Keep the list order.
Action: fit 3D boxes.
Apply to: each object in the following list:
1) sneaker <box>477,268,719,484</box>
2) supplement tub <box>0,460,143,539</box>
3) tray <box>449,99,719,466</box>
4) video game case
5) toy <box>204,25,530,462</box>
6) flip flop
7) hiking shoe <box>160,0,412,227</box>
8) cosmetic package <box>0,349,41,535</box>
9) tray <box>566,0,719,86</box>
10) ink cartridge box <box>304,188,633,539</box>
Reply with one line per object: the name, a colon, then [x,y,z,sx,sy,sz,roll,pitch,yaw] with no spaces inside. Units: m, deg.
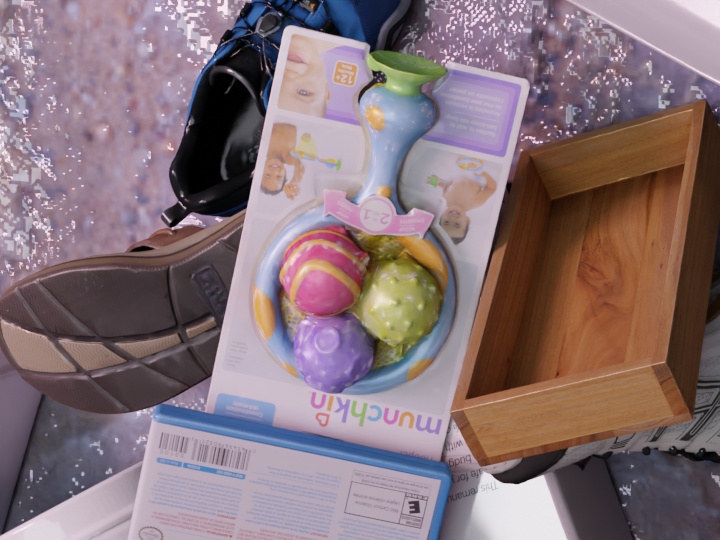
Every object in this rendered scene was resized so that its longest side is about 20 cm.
sneaker: [0.150,0.062,1.023,0.199,0.076,0.088,-26,101,-8]
supplement tub: [-0.111,0.211,1.164,0.131,0.132,0.201,-29,88,24]
tray: [0.108,0.002,1.005,0.098,0.201,0.037,-15,120,24]
video game case: [-0.047,0.171,1.060,0.142,0.018,0.202,12,107,-4]
toy: [0.000,0.000,1.013,0.114,0.047,0.202,12,104,-1]
flip flop: [-0.080,0.007,1.071,0.199,0.058,0.082,-23,107,9]
hiking shoe: [-0.032,-0.109,1.101,0.074,0.087,0.201,27,108,16]
cosmetic package: [-0.308,0.096,1.209,0.199,0.166,0.168,24,107,18]
tray: [0.176,-0.141,1.017,0.200,0.022,0.108,35,112,34]
ink cartridge box: [0.031,0.076,1.106,0.144,0.084,0.201,-20,89,24]
